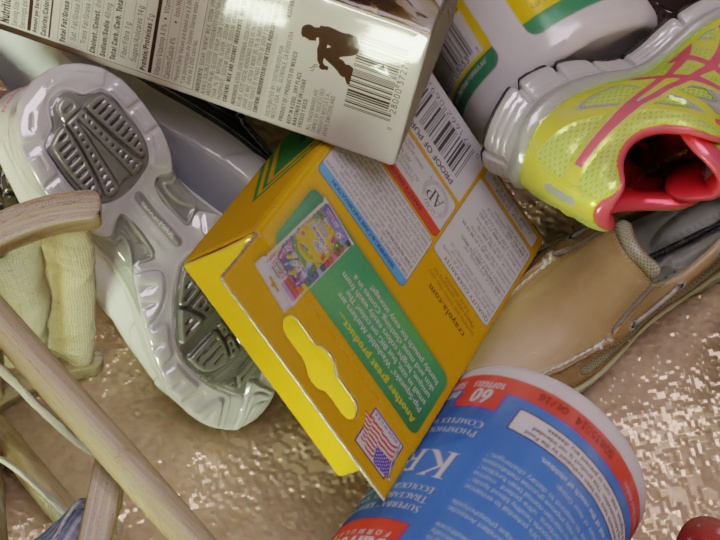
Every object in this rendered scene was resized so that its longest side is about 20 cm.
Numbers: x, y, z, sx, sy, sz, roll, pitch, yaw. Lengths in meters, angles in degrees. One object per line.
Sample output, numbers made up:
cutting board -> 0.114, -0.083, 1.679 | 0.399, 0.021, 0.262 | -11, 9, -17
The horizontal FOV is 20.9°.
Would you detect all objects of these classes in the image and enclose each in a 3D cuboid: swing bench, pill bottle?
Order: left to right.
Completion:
swing bench -> -0.136, 0.104, 0.828 | 0.129, 0.199, 0.201 | -21, 72, -14
pill bottle -> 0.036, 0.145, 0.856 | 0.112, 0.113, 0.200 | 35, 53, 8
pill bottle -> 0.056, -0.173, 1.009 | 0.112, 0.113, 0.201 | -28, 74, -16

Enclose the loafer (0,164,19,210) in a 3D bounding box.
loafer -> -0.216, -0.074, 0.965 | 0.075, 0.067, 0.202 | -15, 86, -12

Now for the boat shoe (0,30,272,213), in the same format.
boat shoe -> -0.087, -0.075, 0.972 | 0.199, 0.072, 0.068 | 35, 55, 7

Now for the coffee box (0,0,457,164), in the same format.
coffee box -> -0.057, -0.139, 0.883 | 0.198, 0.080, 0.113 | 19, 43, 4

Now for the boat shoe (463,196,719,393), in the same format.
boat shoe -> 0.123, 0.001, 0.966 | 0.199, 0.076, 0.072 | -36, 78, -17

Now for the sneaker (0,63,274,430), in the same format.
sneaker -> -0.107, -0.013, 0.932 | 0.078, 0.099, 0.201 | -38, 112, -22

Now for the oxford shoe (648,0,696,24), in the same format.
oxford shoe -> 0.164, -0.155, 1.035 | 0.200, 0.073, 0.071 | 41, 69, 10

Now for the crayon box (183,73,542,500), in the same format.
crayon box -> 0.000, 0.000, 0.898 | 0.126, 0.051, 0.200 | 55, 41, -17

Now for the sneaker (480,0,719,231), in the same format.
sneaker -> 0.158, -0.068, 0.948 | 0.199, 0.079, 0.090 | -25, 50, -26

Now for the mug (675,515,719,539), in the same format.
mug -> 0.138, 0.238, 0.847 | 0.200, 0.134, 0.178 | -40, 76, -16
